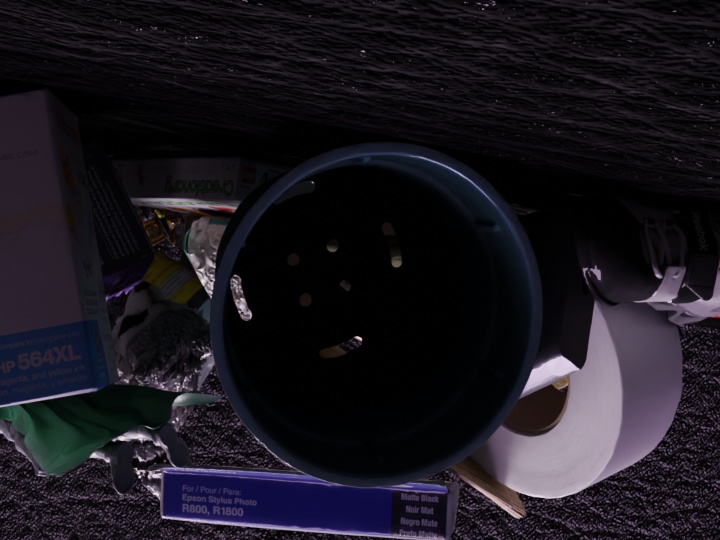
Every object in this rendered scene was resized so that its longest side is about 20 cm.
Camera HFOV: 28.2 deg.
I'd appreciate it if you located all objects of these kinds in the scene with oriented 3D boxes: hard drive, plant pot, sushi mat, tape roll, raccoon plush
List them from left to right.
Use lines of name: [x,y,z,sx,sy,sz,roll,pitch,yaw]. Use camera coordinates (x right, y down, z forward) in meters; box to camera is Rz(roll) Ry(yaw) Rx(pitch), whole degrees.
raccoon plush: [-0.128,0.094,1.038,0.133,0.097,0.201,15,142,53]
plant pot: [-0.008,0.014,0.918,0.198,0.203,0.196,9,-174,-13]
sushi mat: [0.040,0.114,1.086,0.199,0.012,0.096,34,-164,-21]
hard drive: [0.078,0.043,0.962,0.026,0.133,0.199,34,138,-23]
tape roll: [0.135,0.059,1.049,0.070,0.205,0.201,-18,-165,-37]

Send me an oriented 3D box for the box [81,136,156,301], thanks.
box: [-0.271,0.004,1.053,0.199,0.105,0.148,-25,171,-26]

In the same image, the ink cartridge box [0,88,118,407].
ink cartridge box: [-0.227,-0.019,0.866,0.124,0.203,0.129,-9,179,-4]

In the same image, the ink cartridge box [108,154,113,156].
ink cartridge box: [-0.316,-0.081,1.156,0.199,0.076,0.148,-27,-170,-19]

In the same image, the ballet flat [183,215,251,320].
ballet flat: [-0.077,0.036,1.162,0.071,0.072,0.201,7,139,35]

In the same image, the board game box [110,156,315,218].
board game box: [-0.102,-0.061,1.123,0.125,0.035,0.199,10,176,-39]

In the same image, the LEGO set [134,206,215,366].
LEGO set: [-0.161,0.004,1.369,0.115,0.201,0.154,-29,169,-9]

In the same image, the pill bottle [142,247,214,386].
pill bottle: [-0.214,0.023,1.214,0.199,0.115,0.114,31,-179,8]

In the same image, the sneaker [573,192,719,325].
sneaker: [0.207,-0.013,0.918,0.088,0.075,0.199,-14,165,36]

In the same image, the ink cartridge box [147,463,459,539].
ink cartridge box: [-0.032,0.160,0.991,0.197,0.041,0.200,3,172,7]

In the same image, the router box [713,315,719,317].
router box: [0.260,0.008,1.338,0.177,0.049,0.200,9,178,-13]

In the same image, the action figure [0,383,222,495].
action figure: [-0.188,0.100,0.940,0.117,0.055,0.199,-19,-163,-35]

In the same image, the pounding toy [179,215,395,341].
pounding toy: [-0.035,0.009,1.301,0.182,0.144,0.199,8,177,29]

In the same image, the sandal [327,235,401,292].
sandal: [-0.001,0.000,1.133,0.079,0.058,0.200,-2,170,45]

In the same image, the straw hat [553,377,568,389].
straw hat: [0.125,0.014,1.264,0.199,0.203,0.086,8,-138,2]
